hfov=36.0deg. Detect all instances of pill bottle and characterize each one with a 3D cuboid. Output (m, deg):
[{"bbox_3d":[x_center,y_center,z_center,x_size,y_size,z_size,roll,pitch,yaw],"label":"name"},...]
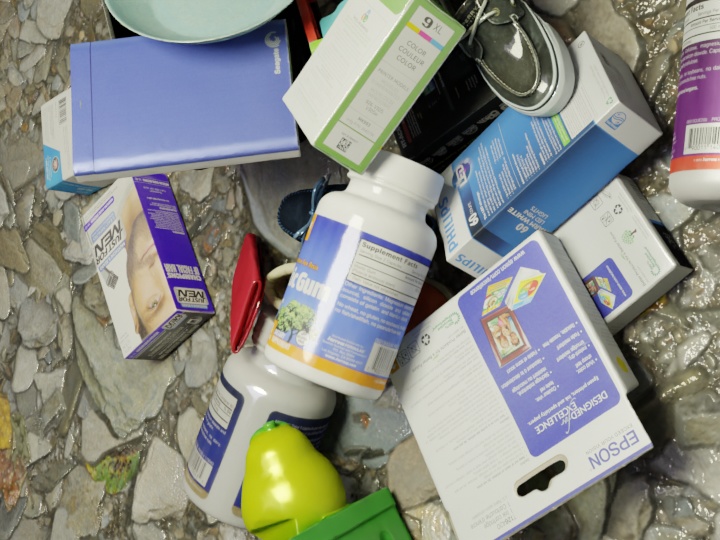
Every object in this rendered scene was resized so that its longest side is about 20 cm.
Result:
[{"bbox_3d":[0.290,-0.145,0.806,0.112,0.112,0.202,5,88,41],"label":"pill bottle"},{"bbox_3d":[0.000,0.000,0.958,0.111,0.112,0.202,19,89,41],"label":"pill bottle"},{"bbox_3d":[-0.092,0.144,1.106,0.119,0.119,0.202,33,107,39],"label":"pill bottle"}]

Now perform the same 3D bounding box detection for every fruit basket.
[{"bbox_3d":[-0.056,0.249,1.005,0.156,0.214,0.216,-53,55,23],"label":"fruit basket"}]

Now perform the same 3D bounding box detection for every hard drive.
[{"bbox_3d":[-0.158,-0.154,0.994,0.198,0.025,0.133,-7,69,-1],"label":"hard drive"}]

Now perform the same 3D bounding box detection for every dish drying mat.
[{"bbox_3d":[-0.116,0.019,1.132,0.200,0.018,0.078,-117,45,-73],"label":"dish drying mat"}]

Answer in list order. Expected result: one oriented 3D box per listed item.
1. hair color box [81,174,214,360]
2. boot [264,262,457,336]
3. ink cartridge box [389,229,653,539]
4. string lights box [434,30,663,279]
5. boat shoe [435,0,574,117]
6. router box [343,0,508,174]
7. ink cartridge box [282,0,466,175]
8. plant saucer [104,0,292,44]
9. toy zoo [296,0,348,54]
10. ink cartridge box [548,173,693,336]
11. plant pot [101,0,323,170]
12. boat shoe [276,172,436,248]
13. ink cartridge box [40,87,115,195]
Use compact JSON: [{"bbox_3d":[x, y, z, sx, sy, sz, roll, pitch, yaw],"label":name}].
[{"bbox_3d":[-0.254,-0.008,1.306,0.109,0.064,0.201,-39,62,31],"label":"hair color box"},{"bbox_3d":[-0.001,0.033,1.049,0.199,0.107,0.076,10,90,40],"label":"boot"},{"bbox_3d":[0.127,0.104,0.917,0.197,0.047,0.201,-39,62,29],"label":"ink cartridge box"},{"bbox_3d":[0.149,-0.092,0.939,0.200,0.059,0.103,-44,36,29],"label":"string lights box"},{"bbox_3d":[0.102,-0.205,0.921,0.072,0.071,0.201,-49,54,28],"label":"boat shoe"},{"bbox_3d":[0.080,-0.214,1.032,0.149,0.062,0.202,-33,64,32],"label":"router box"},{"bbox_3d":[0.023,-0.190,0.912,0.201,0.059,0.104,-54,31,15],"label":"ink cartridge box"},{"bbox_3d":[-0.134,-0.266,1.013,0.199,0.039,0.203,-5,54,6],"label":"plant saucer"},{"bbox_3d":[0.001,-0.273,1.018,0.130,0.020,0.202,-20,69,11],"label":"toy zoo"},{"bbox_3d":[0.175,0.021,0.938,0.200,0.039,0.100,-43,59,28],"label":"ink cartridge box"},{"bbox_3d":[-0.138,-0.214,1.123,0.197,0.178,0.202,-16,71,-5],"label":"plant pot"},{"bbox_3d":[-0.016,-0.057,1.095,0.199,0.068,0.085,3,87,42],"label":"boat shoe"},{"bbox_3d":[-0.311,-0.180,1.372,0.199,0.067,0.117,-18,73,39],"label":"ink cartridge box"}]
